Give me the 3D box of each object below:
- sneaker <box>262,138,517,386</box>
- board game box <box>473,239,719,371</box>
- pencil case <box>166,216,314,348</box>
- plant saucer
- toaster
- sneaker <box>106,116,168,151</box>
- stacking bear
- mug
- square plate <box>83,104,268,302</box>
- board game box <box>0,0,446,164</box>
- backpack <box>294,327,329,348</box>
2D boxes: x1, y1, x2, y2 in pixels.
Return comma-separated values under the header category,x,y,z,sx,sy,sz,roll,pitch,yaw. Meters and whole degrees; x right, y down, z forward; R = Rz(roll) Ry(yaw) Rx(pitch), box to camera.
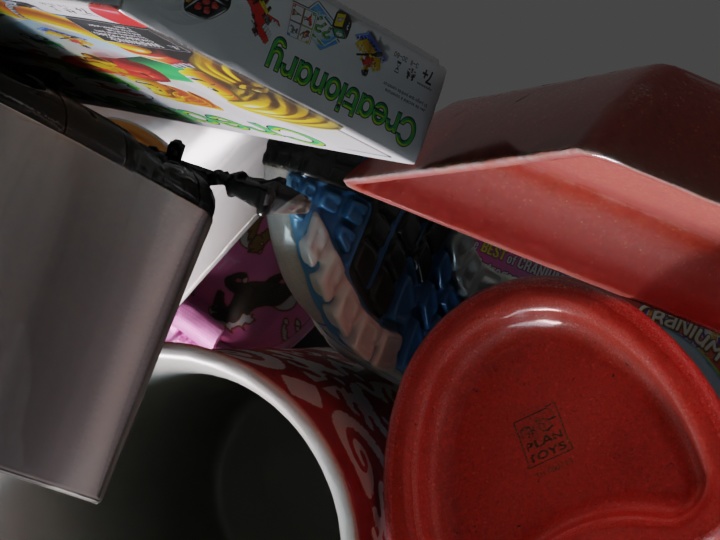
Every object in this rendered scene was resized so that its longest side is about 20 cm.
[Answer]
category,x,y,z,sx,sy,sz,roll,pitch,yaw
sneaker,0.000,0.000,0.987,0.086,0.075,0.200,22,164,32
board game box,0.122,0.033,1.118,0.199,0.041,0.153,17,173,19
pencil case,-0.058,0.006,1.183,0.082,0.087,0.200,-1,173,-8
plant saucer,0.117,-0.010,0.810,0.199,0.037,0.200,21,172,-17
toaster,-0.155,-0.017,0.853,0.199,0.119,0.181,16,174,31
sneaker,-0.160,-0.003,0.990,0.199,0.078,0.078,-9,142,18
stacking bear,0.095,0.078,0.991,0.121,0.114,0.200,-26,157,15
mug,-0.055,0.097,1.001,0.134,0.177,0.200,60,-165,6
square plate,-0.146,-0.036,1.031,0.197,0.029,0.200,22,139,-20
board game box,-0.088,-0.079,0.825,0.199,0.035,0.126,13,172,43
backpack,-0.071,0.044,1.381,0.166,0.127,0.200,30,175,4
